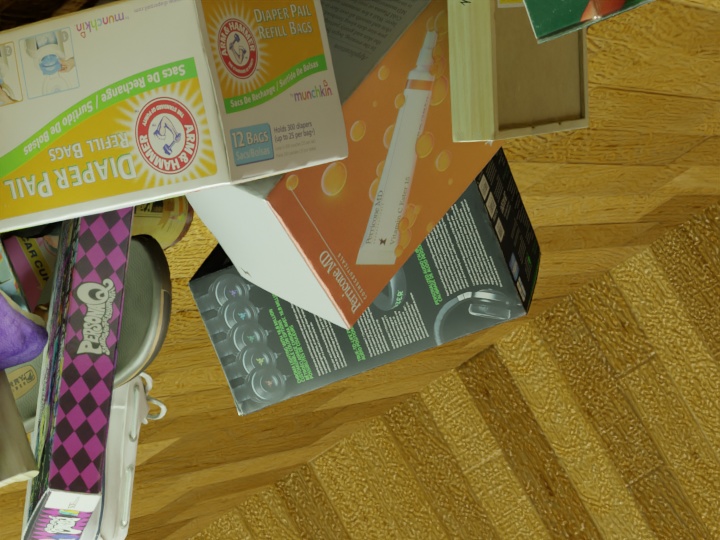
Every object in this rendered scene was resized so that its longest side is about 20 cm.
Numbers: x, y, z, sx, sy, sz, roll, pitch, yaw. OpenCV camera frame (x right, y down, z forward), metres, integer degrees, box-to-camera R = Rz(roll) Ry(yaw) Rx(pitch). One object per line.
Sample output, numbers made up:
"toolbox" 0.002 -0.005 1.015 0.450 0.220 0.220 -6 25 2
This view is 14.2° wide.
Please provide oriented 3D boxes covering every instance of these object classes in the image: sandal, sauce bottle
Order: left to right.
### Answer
"sandal" -0.197 0.047 1.864 0.199 0.082 0.054 -31 163 31
"sauce bottle" -0.172 -0.041 1.873 0.066 0.066 0.200 -33 172 17

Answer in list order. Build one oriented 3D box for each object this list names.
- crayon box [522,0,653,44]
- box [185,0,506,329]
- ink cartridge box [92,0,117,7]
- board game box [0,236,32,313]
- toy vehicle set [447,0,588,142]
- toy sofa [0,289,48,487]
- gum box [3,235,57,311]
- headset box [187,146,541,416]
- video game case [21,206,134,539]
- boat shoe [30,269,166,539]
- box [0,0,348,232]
"crayon box" 0.106 -0.222 1.358 0.127 0.201 0.051 -23 -175 -38
"box" -0.001 -0.090 1.636 0.200 0.097 0.125 -50 138 -16
"ink cartridge box" -0.101 -0.150 1.609 0.099 0.039 0.200 -22 168 -44
"board game box" -0.259 -0.001 1.684 0.104 0.104 0.200 -22 170 -6
"toy vehicle set" 0.087 -0.175 1.597 0.026 0.202 0.124 1 -175 29
"toy sofa" -0.222 0.058 1.552 0.097 0.083 0.200 -22 161 1
"gum box" -0.219 0.022 2.046 0.113 0.066 0.200 -29 170 -1
"headset box" 0.000 0.000 1.770 0.199 0.093 0.174 -20 -170 10
"video game case" -0.166 0.054 1.698 0.036 0.201 0.181 8 161 -9
"boat shoe" -0.169 0.090 1.931 0.074 0.203 0.086 -2 176 36
"box" -0.122 -0.085 1.498 0.199 0.102 0.112 -10 -177 33
